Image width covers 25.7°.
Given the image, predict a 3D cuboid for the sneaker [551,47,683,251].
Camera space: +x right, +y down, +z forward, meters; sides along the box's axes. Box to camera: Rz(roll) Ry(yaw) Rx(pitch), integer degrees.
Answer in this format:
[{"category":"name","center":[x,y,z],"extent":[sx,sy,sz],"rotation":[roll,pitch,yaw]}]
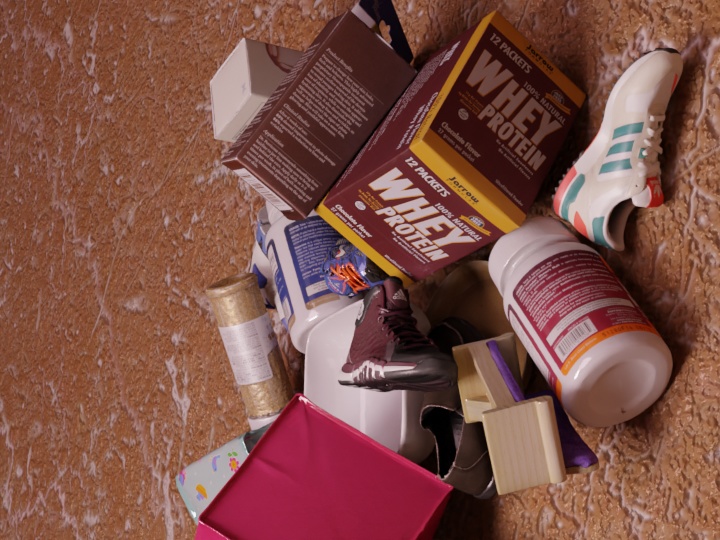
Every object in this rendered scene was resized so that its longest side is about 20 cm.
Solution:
[{"category":"sneaker","center":[0.263,-0.109,1.479],"extent":[0.093,0.070,0.200],"rotation":[46,120,32]}]

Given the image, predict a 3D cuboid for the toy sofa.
[{"category":"toy sofa","center":[0.151,0.126,1.471],"extent":[0.200,0.097,0.083],"rotation":[-107,4,-74]}]

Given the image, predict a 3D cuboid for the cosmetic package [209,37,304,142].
[{"category":"cosmetic package","center":[-0.070,-0.200,1.900],"extent":[0.103,0.199,0.088],"rotation":[-41,48,46]}]

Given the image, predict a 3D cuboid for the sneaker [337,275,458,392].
[{"category":"sneaker","center":[0.037,0.060,1.580],"extent":[0.200,0.075,0.116],"rotation":[-9,70,62]}]

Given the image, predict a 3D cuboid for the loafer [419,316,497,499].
[{"category":"loafer","center":[0.097,0.133,1.607],"extent":[0.073,0.071,0.201],"rotation":[-46,45,42]}]

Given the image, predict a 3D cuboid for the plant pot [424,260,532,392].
[{"category":"plant pot","center":[0.124,0.090,1.670],"extent":[0.200,0.027,0.201],"rotation":[-23,62,53]}]

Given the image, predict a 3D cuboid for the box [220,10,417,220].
[{"category":"box","center":[-0.044,-0.160,1.635],"extent":[0.200,0.100,0.075],"rotation":[-52,15,-10]}]

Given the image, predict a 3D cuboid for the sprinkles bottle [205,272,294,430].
[{"category":"sprinkles bottle","center":[-0.131,0.106,1.957],"extent":[0.068,0.068,0.201],"rotation":[-1,110,58]}]

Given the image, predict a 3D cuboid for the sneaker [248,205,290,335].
[{"category":"sneaker","center":[-0.089,0.025,1.999],"extent":[0.115,0.080,0.200],"rotation":[114,142,-47]}]

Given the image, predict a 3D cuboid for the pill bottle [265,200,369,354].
[{"category":"pill bottle","center":[-0.051,-0.008,1.888],"extent":[0.111,0.111,0.201],"rotation":[-47,49,41]}]

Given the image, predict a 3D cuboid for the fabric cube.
[{"category":"fabric cube","center":[-0.049,0.289,1.619],"extent":[0.200,0.196,0.200],"rotation":[-49,-17,-40]}]

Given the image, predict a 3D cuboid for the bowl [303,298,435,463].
[{"category":"bowl","center":[0.019,0.138,1.731],"extent":[0.200,0.074,0.201],"rotation":[-28,58,53]}]

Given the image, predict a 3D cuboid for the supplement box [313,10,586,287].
[{"category":"supplement box","center":[0.091,-0.120,1.605],"extent":[0.200,0.133,0.198],"rotation":[-29,25,52]}]

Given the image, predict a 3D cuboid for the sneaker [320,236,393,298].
[{"category":"sneaker","center":[0.000,0.000,1.731],"extent":[0.078,0.075,0.200],"rotation":[-41,7,-1]}]

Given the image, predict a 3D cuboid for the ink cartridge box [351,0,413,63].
[{"category":"ink cartridge box","center":[-0.001,-0.203,1.778],"extent":[0.047,0.198,0.200],"rotation":[33,80,24]}]

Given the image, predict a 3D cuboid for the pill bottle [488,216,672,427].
[{"category":"pill bottle","center":[0.201,0.043,1.479],"extent":[0.110,0.109,0.200],"rotation":[-61,36,28]}]

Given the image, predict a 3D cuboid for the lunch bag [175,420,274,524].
[{"category":"lunch bag","center":[-0.110,0.295,1.896],"extent":[0.170,0.122,0.201],"rotation":[-31,82,47]}]
